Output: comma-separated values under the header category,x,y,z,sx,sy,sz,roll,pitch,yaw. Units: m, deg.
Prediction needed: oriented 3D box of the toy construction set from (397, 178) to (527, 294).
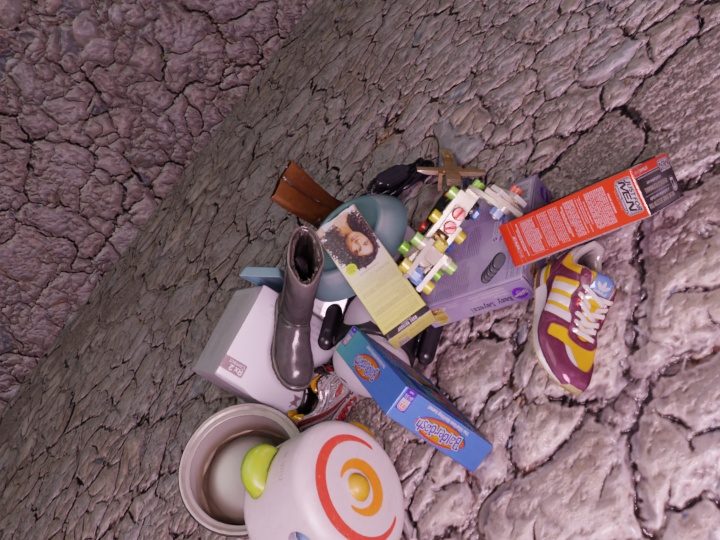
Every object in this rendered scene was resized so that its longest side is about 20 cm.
category,x,y,z,sx,sy,sz,roll,pitch,yaw
toy construction set,0.130,-0.059,1.155,0.199,0.093,0.131,-38,4,1

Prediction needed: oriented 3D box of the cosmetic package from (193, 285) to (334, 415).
category,x,y,z,sx,sy,sz,roll,pitch,yaw
cosmetic package,-0.161,0.139,1.429,0.166,0.164,0.200,-62,18,-14

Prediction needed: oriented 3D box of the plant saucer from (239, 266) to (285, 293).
category,x,y,z,sx,sy,sz,roll,pitch,yaw
plant saucer,-0.133,0.021,1.390,0.069,0.200,0.019,2,78,13

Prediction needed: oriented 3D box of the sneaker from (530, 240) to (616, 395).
category,x,y,z,sx,sy,sz,roll,pitch,yaw
sneaker,0.251,0.047,0.971,0.090,0.075,0.201,-41,28,36

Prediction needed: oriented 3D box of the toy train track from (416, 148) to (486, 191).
category,x,y,z,sx,sy,sz,roll,pitch,yaw
toy train track,0.150,-0.168,1.435,0.200,0.113,0.033,-86,-1,-67

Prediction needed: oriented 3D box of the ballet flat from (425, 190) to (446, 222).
category,x,y,z,sx,sy,sz,roll,pitch,yaw
ballet flat,0.130,-0.058,1.362,0.067,0.056,0.201,120,172,-47

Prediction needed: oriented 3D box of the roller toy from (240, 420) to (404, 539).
category,x,y,z,sx,sy,sz,roll,pitch,yaw
roller toy,-0.038,0.289,1.050,0.139,0.199,0.184,-34,66,35

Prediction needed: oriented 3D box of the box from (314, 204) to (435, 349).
category,x,y,z,sx,sy,sz,roll,pitch,yaw
box,0.018,0.007,1.180,0.075,0.050,0.201,-36,67,-1

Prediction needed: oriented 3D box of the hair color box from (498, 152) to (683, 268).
category,x,y,z,sx,sy,sz,roll,pitch,yaw
hair color box,0.279,-0.071,1.033,0.101,0.062,0.199,-24,0,-44

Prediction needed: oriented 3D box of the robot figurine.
category,x,y,z,sx,sy,sz,roll,pitch,yaw
robot figurine,0.030,0.088,1.244,0.150,0.124,0.202,-26,36,44

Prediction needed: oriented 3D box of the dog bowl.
category,x,y,z,sx,sy,sz,roll,pitch,yaw
dog bowl,-0.169,0.308,1.270,0.197,0.074,0.202,-3,58,5

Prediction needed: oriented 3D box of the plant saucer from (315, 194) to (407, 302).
category,x,y,z,sx,sy,sz,roll,pitch,yaw
plant saucer,-0.018,-0.045,1.293,0.199,0.036,0.202,-29,38,25

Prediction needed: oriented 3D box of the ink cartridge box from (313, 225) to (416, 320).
category,x,y,z,sx,sy,sz,roll,pitch,yaw
ink cartridge box,0.000,0.000,1.401,0.201,0.083,0.145,-55,0,-2

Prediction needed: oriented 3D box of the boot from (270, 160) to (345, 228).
category,x,y,z,sx,sy,sz,roll,pitch,yaw
boot,-0.082,-0.087,1.569,0.068,0.199,0.190,-25,37,44

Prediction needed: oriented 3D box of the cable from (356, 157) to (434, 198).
category,x,y,z,sx,sy,sz,roll,pitch,yaw
cable,0.053,-0.138,1.520,0.199,0.051,0.163,-34,-9,-36

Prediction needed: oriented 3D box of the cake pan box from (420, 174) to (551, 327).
category,x,y,z,sx,sy,sz,roll,pitch,yaw
cake pan box,0.177,-0.030,1.202,0.183,0.052,0.202,-20,41,36

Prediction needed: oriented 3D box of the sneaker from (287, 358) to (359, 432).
category,x,y,z,sx,sy,sz,roll,pitch,yaw
sneaker,-0.041,0.172,1.312,0.078,0.082,0.201,3,60,61

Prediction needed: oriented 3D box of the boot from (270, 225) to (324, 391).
category,x,y,z,sx,sy,sz,roll,pitch,yaw
boot,-0.087,0.061,1.230,0.200,0.072,0.184,124,139,-58

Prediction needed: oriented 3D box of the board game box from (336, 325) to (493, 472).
category,x,y,z,sx,sy,sz,roll,pitch,yaw
board game box,0.063,0.158,1.068,0.045,0.152,0.200,-52,24,3
